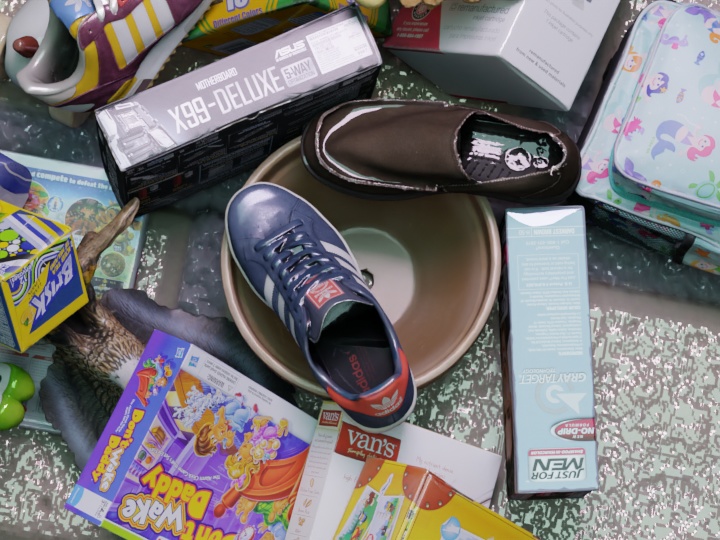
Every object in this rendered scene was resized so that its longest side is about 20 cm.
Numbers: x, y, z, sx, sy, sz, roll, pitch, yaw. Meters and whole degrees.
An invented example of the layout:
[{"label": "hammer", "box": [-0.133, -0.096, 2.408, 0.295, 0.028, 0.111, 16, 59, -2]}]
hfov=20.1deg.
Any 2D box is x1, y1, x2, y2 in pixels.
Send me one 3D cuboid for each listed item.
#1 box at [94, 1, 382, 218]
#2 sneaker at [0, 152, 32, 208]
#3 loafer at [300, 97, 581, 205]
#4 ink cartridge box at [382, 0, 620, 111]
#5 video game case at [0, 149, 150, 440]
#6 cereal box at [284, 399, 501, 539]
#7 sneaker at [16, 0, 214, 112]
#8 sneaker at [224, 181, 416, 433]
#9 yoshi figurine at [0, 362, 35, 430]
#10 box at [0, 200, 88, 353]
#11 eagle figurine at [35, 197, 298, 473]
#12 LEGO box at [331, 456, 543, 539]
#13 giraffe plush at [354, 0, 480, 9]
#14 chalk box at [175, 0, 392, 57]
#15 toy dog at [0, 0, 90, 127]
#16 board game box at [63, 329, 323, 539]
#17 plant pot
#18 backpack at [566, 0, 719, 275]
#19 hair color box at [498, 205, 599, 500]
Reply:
[{"label": "box", "box": [-0.088, -0.110, 1.456, 0.199, 0.158, 0.050, -24, 82, -8]}, {"label": "sneaker", "box": [-0.329, -0.122, 1.500, 0.198, 0.081, 0.116, 19, 80, 16]}, {"label": "loafer", "box": [0.057, -0.090, 1.413, 0.199, 0.071, 0.074, 2, 78, 0]}, {"label": "ink cartridge box", "box": [0.123, -0.228, 1.483, 0.083, 0.145, 0.201, 32, 79, -34]}, {"label": "video game case", "box": [-0.241, 0.016, 1.517, 0.142, 0.018, 0.201, 10, 81, 3]}, {"label": "cereal box", "box": [0.013, 0.206, 1.438, 0.143, 0.039, 0.201, 20, 80, -30]}, {"label": "sneaker", "box": [-0.164, -0.191, 1.418, 0.075, 0.090, 0.201, 49, 118, 32]}, {"label": "sneaker", "box": [-0.027, 0.015, 1.382, 0.075, 0.085, 0.200, -36, 75, -5]}, {"label": "yoshi figurine", "box": [-0.322, 0.062, 1.419, 0.199, 0.112, 0.113, 9, 107, 30]}, {"label": "box", "box": [-0.283, -0.015, 1.388, 0.199, 0.065, 0.070, 21, 44, 32]}, {"label": "eagle figurine", "box": [-0.163, 0.073, 1.455, 0.151, 0.200, 0.151, -25, 36, 24]}, {"label": "LEGO box", "box": [0.038, 0.251, 1.384, 0.149, 0.077, 0.201, 33, 74, -31]}, {"label": "giraffe plush", "box": [0.055, -0.260, 1.400, 0.172, 0.200, 0.163, -6, 92, 22]}, {"label": "chalk box", "box": [-0.065, -0.265, 1.488, 0.123, 0.125, 0.201, -11, 80, 30]}, {"label": "toy dog", "box": [-0.219, -0.211, 1.514, 0.131, 0.096, 0.201, 6, 81, 1]}, {"label": "board game box", "box": [-0.095, 0.145, 1.414, 0.045, 0.200, 0.135, 18, 78, 46]}, {"label": "plant pot", "box": [0.000, 0.000, 1.478, 0.199, 0.093, 0.202, 0, 79, -1]}, {"label": "backpack", "box": [0.266, -0.090, 1.470, 0.199, 0.151, 0.178, 25, 80, 0]}, {"label": "hair color box", "box": [0.133, 0.062, 1.464, 0.060, 0.099, 0.201, -2, 80, 0]}]
